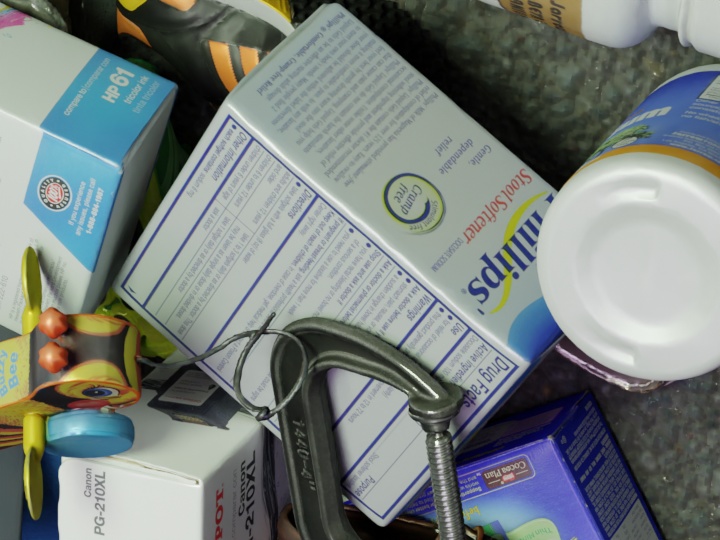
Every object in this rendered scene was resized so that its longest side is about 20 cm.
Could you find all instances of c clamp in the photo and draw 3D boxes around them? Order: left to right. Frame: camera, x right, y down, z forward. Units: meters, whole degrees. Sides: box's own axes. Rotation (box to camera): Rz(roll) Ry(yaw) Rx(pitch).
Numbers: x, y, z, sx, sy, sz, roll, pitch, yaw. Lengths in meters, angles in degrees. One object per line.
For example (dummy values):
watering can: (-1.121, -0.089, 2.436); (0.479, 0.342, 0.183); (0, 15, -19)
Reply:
c clamp: (0.028, 0.115, 1.444); (0.171, 0.027, 0.200); (12, 126, 41)

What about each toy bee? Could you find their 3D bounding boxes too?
toy bee: (-0.147, 0.043, 1.428); (0.200, 0.109, 0.131); (-33, 61, 17)

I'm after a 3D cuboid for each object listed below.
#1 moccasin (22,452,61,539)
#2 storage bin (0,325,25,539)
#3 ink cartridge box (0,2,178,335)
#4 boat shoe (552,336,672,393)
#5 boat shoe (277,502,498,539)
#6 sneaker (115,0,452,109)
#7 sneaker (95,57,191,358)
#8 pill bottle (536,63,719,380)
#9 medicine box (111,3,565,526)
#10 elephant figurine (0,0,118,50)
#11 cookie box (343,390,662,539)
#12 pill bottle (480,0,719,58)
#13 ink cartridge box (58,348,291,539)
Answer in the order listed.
moccasin: (-0.164, 0.101, 1.675); (0.080, 0.068, 0.200); (35, 145, -8)
storage bin: (-0.261, 0.099, 1.624); (0.134, 0.145, 0.200); (-1, 85, 56)
ink cartridge box: (-0.212, -0.067, 1.497); (0.200, 0.085, 0.145); (24, 133, 3)
boat shoe: (0.087, -0.002, 1.525); (0.200, 0.060, 0.072); (43, 122, 3)
boat shoe: (0.044, 0.166, 1.521); (0.200, 0.070, 0.070); (6, 117, 23)
sneaker: (-0.043, -0.114, 1.540); (0.200, 0.070, 0.090); (32, 133, 11)
sneaker: (-0.118, -0.031, 1.601); (0.074, 0.084, 0.200); (16, 135, 18)
pill bottle: (0.167, -0.034, 1.392); (0.112, 0.200, 0.112); (9, 115, 20)
medicine box: (0.000, 0.000, 1.473); (0.200, 0.103, 0.182); (41, 141, 3)
elephant figurine: (-0.193, -0.140, 1.564); (0.155, 0.141, 0.200); (7, 121, 55)
cookie box: (0.089, 0.189, 1.596); (0.171, 0.075, 0.200); (-21, 101, 30)
pill bottle: (0.113, -0.172, 1.409); (0.200, 0.114, 0.114); (21, 118, 15)
ink cartridge box: (-0.083, 0.127, 1.575); (0.084, 0.200, 0.145); (12, 116, 20)
